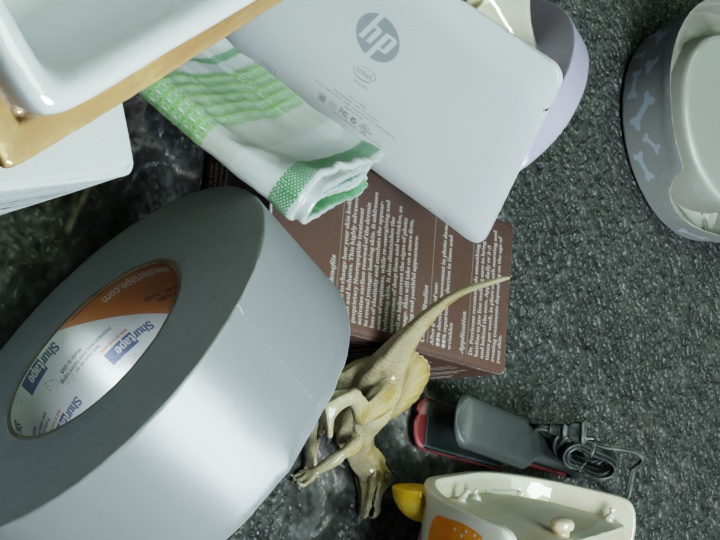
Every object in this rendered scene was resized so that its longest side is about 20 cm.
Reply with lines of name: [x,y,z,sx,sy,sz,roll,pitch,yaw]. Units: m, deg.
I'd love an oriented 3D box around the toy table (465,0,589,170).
toy table: [0.056,-0.146,0.835,0.117,0.183,0.201,53,10,-27]

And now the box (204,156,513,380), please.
box: [0.000,0.000,0.819,0.199,0.074,0.101,19,71,-41]

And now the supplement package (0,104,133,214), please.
supplement package: [-0.218,-0.108,0.548,0.146,0.199,0.194,-10,91,-43]

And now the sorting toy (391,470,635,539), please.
sorting toy: [0.073,0.223,0.837,0.199,0.106,0.182,8,94,-59]

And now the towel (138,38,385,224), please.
towel: [-0.081,-0.104,0.682,0.200,0.031,0.149,41,15,3]

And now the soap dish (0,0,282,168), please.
soap dish: [-0.118,-0.154,0.456,0.157,0.081,0.201,-40,110,-39]

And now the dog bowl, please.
dog bowl: [0.287,-0.115,1.109,0.199,0.058,0.203,7,79,-41]

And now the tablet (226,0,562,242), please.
tablet: [0.007,-0.112,0.742,0.199,0.131,0.014,36,47,12]

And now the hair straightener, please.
hair straightener: [0.127,0.124,0.912,0.199,0.077,0.041,27,64,-37]

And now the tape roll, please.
tape roll: [-0.102,0.055,0.629,0.066,0.199,0.201,48,55,-27]

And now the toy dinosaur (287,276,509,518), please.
toy dinosaur: [0.005,0.067,0.781,0.100,0.201,0.058,-13,49,-36]
